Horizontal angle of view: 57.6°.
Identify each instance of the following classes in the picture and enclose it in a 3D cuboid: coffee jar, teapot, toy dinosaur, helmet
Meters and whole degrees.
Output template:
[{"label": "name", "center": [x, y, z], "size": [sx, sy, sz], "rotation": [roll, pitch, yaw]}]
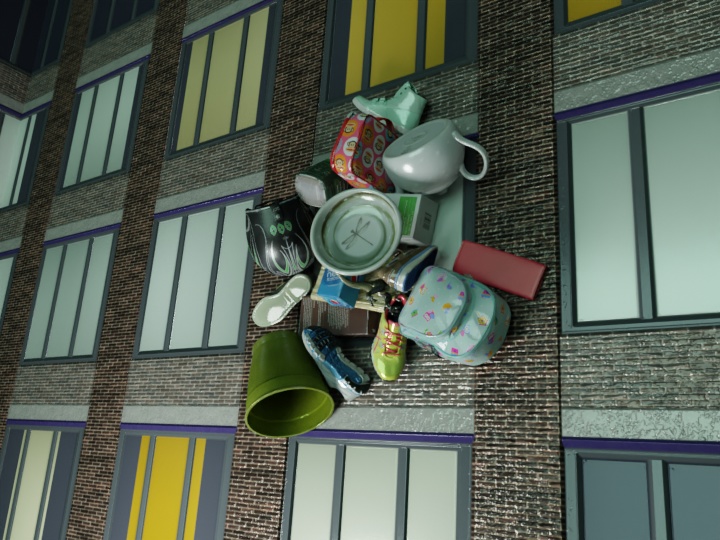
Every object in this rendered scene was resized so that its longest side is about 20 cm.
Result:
[{"label": "coffee jar", "center": [-0.057, -0.230, 1.585], "size": [0.104, 0.200, 0.085], "rotation": [19, 131, 35]}, {"label": "teapot", "center": [0.158, -0.235, 1.456], "size": [0.197, 0.146, 0.200], "rotation": [-32, 22, -1]}, {"label": "toy dinosaur", "center": [0.042, 0.044, 1.365], "size": [0.088, 0.200, 0.048], "rotation": [-98, 21, -46]}, {"label": "helmet", "center": [-0.189, -0.080, 1.618], "size": [0.200, 0.200, 0.191], "rotation": [-8, 106, 34]}]

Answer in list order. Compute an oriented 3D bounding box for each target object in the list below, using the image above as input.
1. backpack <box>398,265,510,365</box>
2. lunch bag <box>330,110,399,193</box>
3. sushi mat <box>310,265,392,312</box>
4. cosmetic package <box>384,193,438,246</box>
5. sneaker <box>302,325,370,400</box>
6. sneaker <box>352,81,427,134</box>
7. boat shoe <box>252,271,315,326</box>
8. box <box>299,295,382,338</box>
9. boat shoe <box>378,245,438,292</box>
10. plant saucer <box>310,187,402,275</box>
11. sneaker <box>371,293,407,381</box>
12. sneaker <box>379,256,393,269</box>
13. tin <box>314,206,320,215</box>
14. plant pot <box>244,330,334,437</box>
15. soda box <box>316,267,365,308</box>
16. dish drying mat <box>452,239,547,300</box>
[{"label": "backpack", "center": [0.190, 0.092, 1.315], "size": [0.200, 0.153, 0.176], "rotation": [24, 82, 36]}, {"label": "lunch bag", "center": [0.028, -0.277, 1.526], "size": [0.082, 0.200, 0.176], "rotation": [14, 80, 37]}, {"label": "sushi mat", "center": [-0.016, 0.034, 1.458], "size": [0.200, 0.012, 0.096], "rotation": [8, 71, 32]}, {"label": "cosmetic package", "center": [0.069, -0.119, 1.516], "size": [0.200, 0.085, 0.108], "rotation": [5, 82, 37]}, {"label": "sneaker", "center": [-0.070, 0.216, 1.480], "size": [0.200, 0.075, 0.087], "rotation": [50, 136, 10]}, {"label": "sneaker", "center": [0.078, -0.417, 1.614], "size": [0.200, 0.074, 0.118], "rotation": [34, 103, 29]}, {"label": "boat shoe", "center": [-0.191, 0.073, 1.662], "size": [0.201, 0.061, 0.072], "rotation": [-37, 92, 24]}, {"label": "box", "center": [-0.044, 0.106, 1.528], "size": [0.200, 0.075, 0.100], "rotation": [-5, 76, 36]}, {"label": "boat shoe", "center": [0.103, -0.019, 1.371], "size": [0.072, 0.200, 0.072], "rotation": [22, 114, 20]}, {"label": "plant saucer", "center": [-0.005, -0.076, 1.382], "size": [0.200, 0.050, 0.200], "rotation": [-6, 67, 14]}, {"label": "sneaker", "center": [0.068, 0.138, 1.412], "size": [0.078, 0.090, 0.200], "rotation": [6, 76, -2]}, {"label": "sneaker", "center": [0.000, 0.000, 1.531], "size": [0.200, 0.078, 0.090], "rotation": [-4, 66, 28]}, {"label": "tin", "center": [-0.075, -0.111, 1.594], "size": [0.042, 0.112, 0.200], "rotation": [-11, 42, -10]}, {"label": "plant pot", "center": [-0.178, 0.250, 1.520], "size": [0.200, 0.200, 0.193], "rotation": [-37, 45, 21]}, {"label": "soda box", "center": [-0.025, -0.023, 1.439], "size": [0.064, 0.068, 0.200], "rotation": [6, 70, 34]}, {"label": "dish drying mat", "center": [0.285, -0.003, 1.360], "size": [0.200, 0.018, 0.077], "rotation": [22, 89, 38]}]
